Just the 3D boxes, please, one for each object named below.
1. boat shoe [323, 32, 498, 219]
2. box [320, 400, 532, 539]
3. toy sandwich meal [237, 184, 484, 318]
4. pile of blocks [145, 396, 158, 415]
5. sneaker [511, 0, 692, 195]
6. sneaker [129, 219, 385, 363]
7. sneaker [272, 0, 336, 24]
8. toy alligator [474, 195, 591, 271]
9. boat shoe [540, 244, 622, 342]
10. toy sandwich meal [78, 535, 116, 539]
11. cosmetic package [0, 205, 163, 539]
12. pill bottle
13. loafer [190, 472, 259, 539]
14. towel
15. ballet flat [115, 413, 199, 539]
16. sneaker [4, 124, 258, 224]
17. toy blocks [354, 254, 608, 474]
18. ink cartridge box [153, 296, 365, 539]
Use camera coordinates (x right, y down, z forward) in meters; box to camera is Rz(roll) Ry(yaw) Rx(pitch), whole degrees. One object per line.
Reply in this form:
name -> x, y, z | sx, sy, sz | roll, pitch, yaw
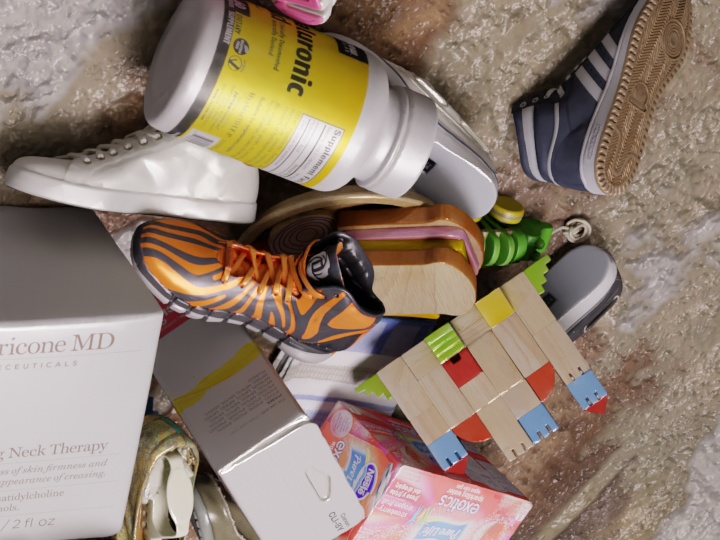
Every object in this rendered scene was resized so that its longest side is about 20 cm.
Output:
boat shoe -> 0.033, -0.124, 1.593 | 0.200, 0.070, 0.071 | 37, 122, -18
box -> 0.044, 0.198, 1.783 | 0.200, 0.103, 0.095 | 21, 105, -49
toy sandwich meal -> 0.000, 0.000, 1.604 | 0.205, 0.070, 0.205 | -4, 154, -2
pile of blocks -> -0.199, 0.155, 1.674 | 0.062, 0.082, 0.200 | 1, 122, 21
sneaker -> 0.196, -0.156, 1.674 | 0.070, 0.108, 0.200 | 36, 70, -39
sneaker -> -0.066, -0.003, 1.510 | 0.200, 0.078, 0.112 | 23, 145, -30
sneaker -> -0.057, -0.277, 1.431 | 0.087, 0.074, 0.200 | -48, 122, -32
toy alligator -> 0.129, -0.025, 1.727 | 0.200, 0.054, 0.059 | 1, 122, -31
boat shoe -> 0.152, 0.059, 1.798 | 0.200, 0.070, 0.066 | -43, 142, 1
toy sandwich meal -> -0.263, 0.242, 1.500 | 0.205, 0.205, 0.070 | -29, 104, -10
cosmetic package -> -0.264, 0.077, 1.496 | 0.167, 0.166, 0.200 | -3, 122, -28
pill bottle -> -0.049, -0.124, 1.486 | 0.200, 0.111, 0.111 | 20, 111, -22
loafer -> -0.100, 0.210, 1.723 | 0.070, 0.075, 0.200 | -29, 157, 2
towel -> -0.028, 0.118, 1.760 | 0.147, 0.024, 0.200 | 9, 116, -35
ballet flat -> -0.162, 0.216, 1.616 | 0.071, 0.071, 0.200 | -2, 103, -29
sneaker -> -0.169, -0.084, 1.516 | 0.200, 0.073, 0.085 | 4, 97, -31
toy blocks -> 0.114, 0.100, 1.715 | 0.200, 0.137, 0.100 | -34, 176, 2
ink cartridge box -> -0.093, 0.116, 1.595 | 0.083, 0.200, 0.145 | -33, 135, -6
